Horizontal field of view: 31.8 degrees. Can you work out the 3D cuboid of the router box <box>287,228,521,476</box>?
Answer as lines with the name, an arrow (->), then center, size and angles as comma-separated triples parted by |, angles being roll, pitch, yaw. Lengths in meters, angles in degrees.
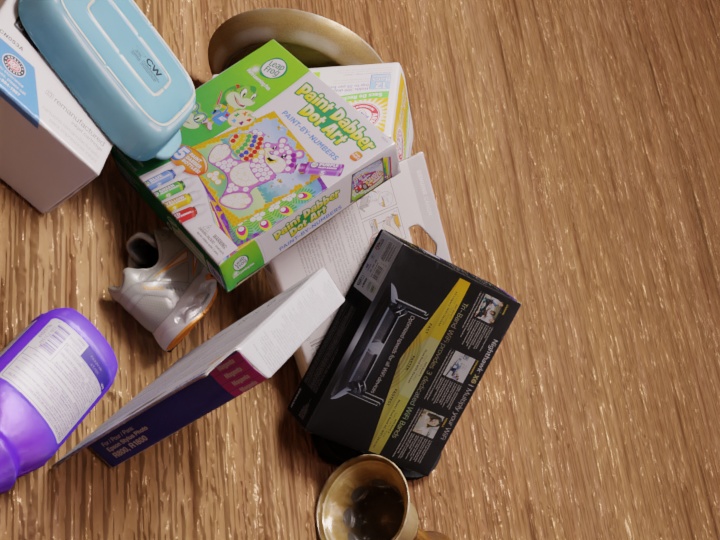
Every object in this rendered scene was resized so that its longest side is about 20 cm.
router box -> 0.043, 0.083, 1.226 | 0.156, 0.201, 0.052 | 26, 6, -31

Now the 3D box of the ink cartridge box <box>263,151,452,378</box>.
ink cartridge box -> 0.000, 0.000, 1.231 | 0.045, 0.175, 0.202 | 39, -30, 58

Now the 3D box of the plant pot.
plant pot -> -0.066, -0.194, 1.318 | 0.199, 0.199, 0.028 | 35, 54, -34

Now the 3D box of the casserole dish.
casserole dish -> -0.213, -0.189, 1.106 | 0.201, 0.039, 0.121 | 54, 34, -17

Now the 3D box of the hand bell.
hand bell -> 0.051, 0.263, 1.265 | 0.200, 0.103, 0.105 | 37, 39, -49

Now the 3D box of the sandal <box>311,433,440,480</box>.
sandal -> 0.032, 0.177, 1.314 | 0.199, 0.048, 0.076 | 11, 58, -49

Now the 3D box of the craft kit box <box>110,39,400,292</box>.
craft kit box -> -0.099, -0.102, 1.158 | 0.200, 0.197, 0.049 | 43, -22, 34

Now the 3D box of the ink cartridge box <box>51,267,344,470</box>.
ink cartridge box -> -0.128, 0.091, 1.029 | 0.043, 0.196, 0.200 | 54, 34, -7

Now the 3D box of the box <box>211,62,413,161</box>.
box -> -0.052, -0.129, 1.264 | 0.102, 0.198, 0.113 | 76, 15, -48

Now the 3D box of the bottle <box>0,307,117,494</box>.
bottle -> -0.262, 0.111, 0.955 | 0.084, 0.065, 0.200 | 51, 35, -14

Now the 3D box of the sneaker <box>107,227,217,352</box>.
sneaker -> -0.166, -0.018, 1.173 | 0.092, 0.076, 0.201 | 39, 33, -12

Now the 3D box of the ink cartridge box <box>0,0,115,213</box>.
ink cartridge box -> -0.278, -0.176, 1.120 | 0.145, 0.083, 0.201 | 42, 38, -26
